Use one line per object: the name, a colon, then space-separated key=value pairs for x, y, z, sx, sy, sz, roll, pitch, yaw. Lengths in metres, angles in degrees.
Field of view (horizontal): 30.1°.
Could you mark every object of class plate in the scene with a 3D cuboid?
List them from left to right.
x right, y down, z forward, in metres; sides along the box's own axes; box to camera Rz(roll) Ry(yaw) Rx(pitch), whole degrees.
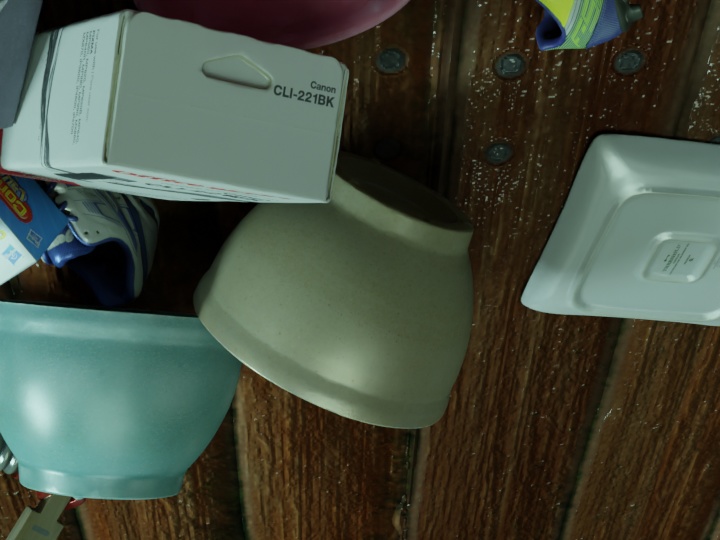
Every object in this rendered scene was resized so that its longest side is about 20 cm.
plate: x=0.247 y=-0.019 z=1.050 sx=0.199 sy=0.032 sz=0.200 roll=4 pitch=138 yaw=-12

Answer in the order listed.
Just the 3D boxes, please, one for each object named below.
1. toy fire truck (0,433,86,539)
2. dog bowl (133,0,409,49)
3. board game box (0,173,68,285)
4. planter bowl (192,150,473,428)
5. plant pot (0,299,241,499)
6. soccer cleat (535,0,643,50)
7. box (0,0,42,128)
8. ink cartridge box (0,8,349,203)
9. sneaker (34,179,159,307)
toy fire truck: x=-0.289 y=0.149 z=1.057 sx=0.175 sy=0.201 sz=0.129 roll=20 pitch=133 yaw=-27
dog bowl: x=-0.046 y=-0.189 z=0.734 sx=0.199 sy=0.074 sz=0.200 roll=-8 pitch=161 yaw=-3
board game box: x=-0.330 y=-0.050 z=0.874 sx=0.199 sy=0.056 sz=0.196 roll=-29 pitch=110 yaw=25
planter bowl: x=0.000 y=0.000 z=0.943 sx=0.199 sy=0.200 sz=0.135 roll=19 pitch=108 yaw=-26
plant pot: x=-0.185 y=0.095 z=0.983 sx=0.199 sy=0.135 sz=0.200 roll=4 pitch=179 yaw=0
soccer cleat: x=0.105 y=-0.204 z=0.793 sx=0.083 sy=0.065 sz=0.200 roll=-18 pitch=138 yaw=19
box: x=-0.243 y=-0.170 z=0.692 sx=0.132 sy=0.115 sz=0.201 roll=-23 pitch=147 yaw=-46
ink cartridge box: x=-0.122 y=-0.090 z=0.788 sx=0.144 sy=0.084 sz=0.200 roll=8 pitch=178 yaw=-34
sneaker: x=-0.205 y=-0.053 z=0.918 sx=0.075 sy=0.089 sz=0.200 roll=-23 pitch=135 yaw=23
